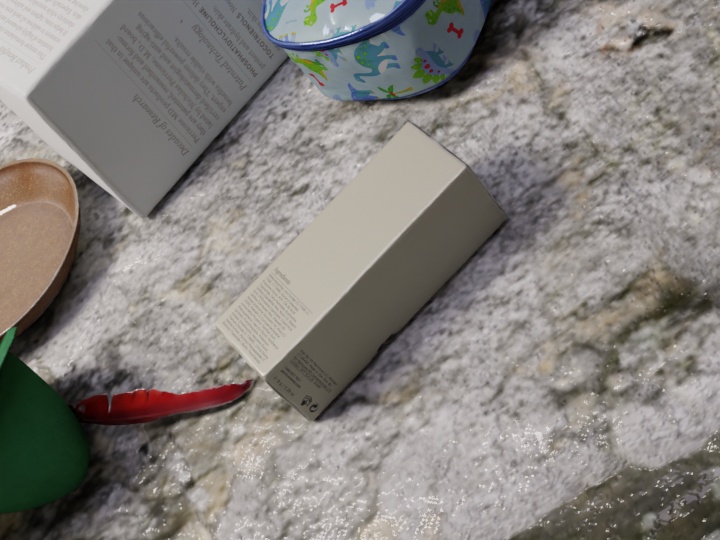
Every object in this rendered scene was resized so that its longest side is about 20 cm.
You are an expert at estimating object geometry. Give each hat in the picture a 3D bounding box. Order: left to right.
[{"bbox_3d":[-0.211,0.147,1.226,0.200,0.175,0.167,-44,25,63],"label":"hat"}]

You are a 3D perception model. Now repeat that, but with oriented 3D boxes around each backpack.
[{"bbox_3d":[0.011,-0.240,1.266,0.182,0.147,0.201,-3,59,38],"label":"backpack"}]

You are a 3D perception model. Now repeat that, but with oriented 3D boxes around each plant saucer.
[{"bbox_3d":[-0.308,-0.003,1.399,0.199,0.037,0.202,-20,48,24],"label":"plant saucer"}]

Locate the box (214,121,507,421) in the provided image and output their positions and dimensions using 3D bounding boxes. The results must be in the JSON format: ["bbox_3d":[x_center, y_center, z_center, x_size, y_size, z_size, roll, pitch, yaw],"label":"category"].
[{"bbox_3d":[0.000,0.000,1.145,0.200,0.068,0.082,-45,43,-2],"label":"box"}]

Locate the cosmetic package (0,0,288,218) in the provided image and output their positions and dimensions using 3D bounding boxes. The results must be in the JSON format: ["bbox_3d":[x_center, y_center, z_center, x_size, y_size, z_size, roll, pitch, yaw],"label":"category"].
[{"bbox_3d":[-0.198,-0.190,1.367,0.200,0.166,0.167,-49,43,-7],"label":"cosmetic package"}]
